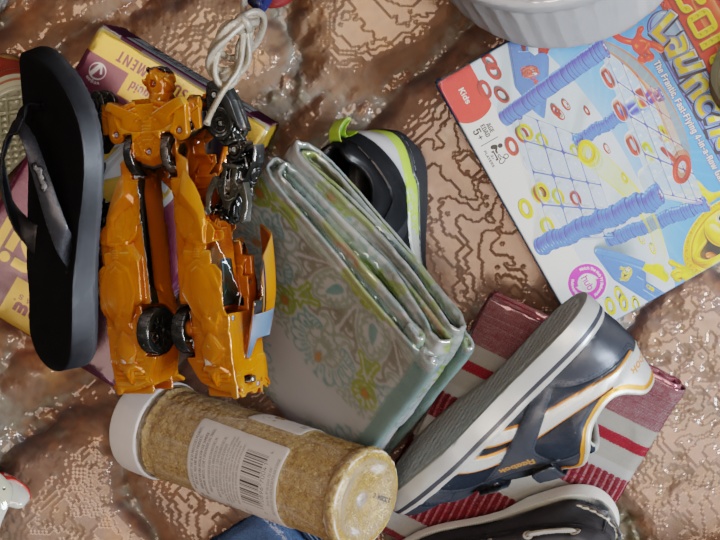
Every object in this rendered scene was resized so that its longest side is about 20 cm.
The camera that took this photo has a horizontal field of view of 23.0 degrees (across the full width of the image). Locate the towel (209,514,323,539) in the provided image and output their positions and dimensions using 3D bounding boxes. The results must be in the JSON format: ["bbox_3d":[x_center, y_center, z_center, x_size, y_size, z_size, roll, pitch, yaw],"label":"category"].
[{"bbox_3d":[-0.023,0.248,1.207,0.112,0.049,0.200,-35,94,40],"label":"towel"}]

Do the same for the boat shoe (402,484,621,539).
[{"bbox_3d":[0.083,0.208,1.188,0.200,0.060,0.074,-23,111,19],"label":"boat shoe"}]

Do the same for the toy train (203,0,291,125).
[{"bbox_3d":[-0.092,-0.196,1.032,0.116,0.085,0.200,26,80,9],"label":"toy train"}]

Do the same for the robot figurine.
[{"bbox_3d":[-0.111,-0.024,1.078,0.145,0.058,0.200,0,96,32],"label":"robot figurine"}]

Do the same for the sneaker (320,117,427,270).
[{"bbox_3d":[0.000,0.000,1.173,0.072,0.083,0.200,-8,87,41],"label":"sneaker"}]

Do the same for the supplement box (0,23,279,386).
[{"bbox_3d":[-0.160,-0.045,1.172,0.131,0.103,0.200,30,96,-2],"label":"supplement box"}]

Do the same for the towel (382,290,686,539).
[{"bbox_3d":[0.108,0.124,1.193,0.144,0.023,0.200,27,115,-1],"label":"towel"}]

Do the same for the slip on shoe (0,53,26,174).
[{"bbox_3d":[-0.287,-0.071,1.199,0.200,0.061,0.074,-41,133,15],"label":"slip on shoe"}]

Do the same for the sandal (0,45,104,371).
[{"bbox_3d":[-0.190,-0.035,1.075,0.043,0.076,0.200,-9,103,-36],"label":"sandal"}]

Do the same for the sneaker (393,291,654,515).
[{"bbox_3d":[0.101,0.106,1.132,0.079,0.078,0.200,42,115,-10],"label":"sneaker"}]

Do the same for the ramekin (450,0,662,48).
[{"bbox_3d":[0.123,-0.238,1.118,0.200,0.098,0.201,-4,72,13],"label":"ramekin"}]

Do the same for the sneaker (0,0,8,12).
[{"bbox_3d":[-0.276,-0.230,1.185,0.091,0.078,0.200,23,92,15],"label":"sneaker"}]

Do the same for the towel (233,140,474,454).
[{"bbox_3d":[-0.021,0.031,1.131,0.048,0.200,0.171,-32,75,-35],"label":"towel"}]

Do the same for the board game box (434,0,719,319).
[{"bbox_3d":[0.182,-0.088,1.180,0.196,0.056,0.200,-30,93,5],"label":"board game box"}]

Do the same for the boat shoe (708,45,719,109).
[{"bbox_3d":[0.285,-0.189,1.120,0.071,0.065,0.200,21,82,-9],"label":"boat shoe"}]

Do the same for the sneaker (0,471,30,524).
[{"bbox_3d":[-0.279,0.137,1.219,0.093,0.070,0.200,-10,93,-15],"label":"sneaker"}]

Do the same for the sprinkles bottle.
[{"bbox_3d":[-0.073,0.124,1.152,0.200,0.068,0.068,14,97,36],"label":"sprinkles bottle"}]
